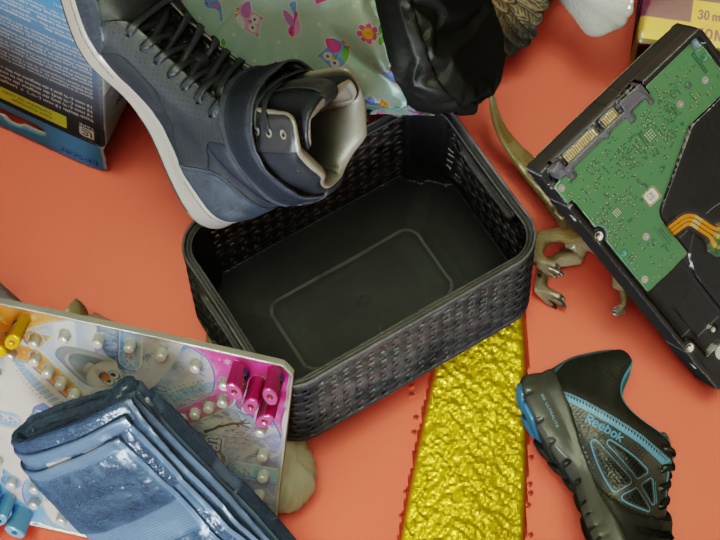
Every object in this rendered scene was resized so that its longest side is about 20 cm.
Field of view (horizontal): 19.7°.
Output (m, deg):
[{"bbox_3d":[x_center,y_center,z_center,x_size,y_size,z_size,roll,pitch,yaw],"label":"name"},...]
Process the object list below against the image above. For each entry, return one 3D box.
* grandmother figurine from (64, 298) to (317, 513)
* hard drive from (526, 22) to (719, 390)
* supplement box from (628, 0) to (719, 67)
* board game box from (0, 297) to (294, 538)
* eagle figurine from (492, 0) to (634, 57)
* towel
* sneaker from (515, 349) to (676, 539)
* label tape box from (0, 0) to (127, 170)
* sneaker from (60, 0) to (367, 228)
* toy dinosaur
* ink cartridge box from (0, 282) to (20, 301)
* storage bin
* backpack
[{"bbox_3d":[-0.115,0.092,1.364,0.200,0.061,0.121,31,82,5],"label":"grandmother figurine"},{"bbox_3d":[0.216,-0.040,1.331,0.140,0.038,0.200,-44,114,-5],"label":"hard drive"},{"bbox_3d":[0.257,-0.222,1.386,0.131,0.103,0.200,8,79,5],"label":"supplement box"},{"bbox_3d":[-0.148,0.114,1.299,0.200,0.200,0.026,12,42,4],"label":"board game box"},{"bbox_3d":[0.079,-0.216,1.384,0.200,0.151,0.152,-11,89,-11],"label":"eagle figurine"},{"bbox_3d":[-0.119,0.154,1.277,0.112,0.200,0.049,-23,32,31],"label":"towel"},{"bbox_3d":[0.175,0.145,1.334,0.082,0.073,0.200,-24,80,-4],"label":"sneaker"},{"bbox_3d":[-0.216,-0.161,1.353,0.143,0.200,0.066,25,65,7],"label":"label tape box"},{"bbox_3d":[-0.081,-0.122,1.215,0.077,0.146,0.202,-47,114,-34],"label":"sneaker"},{"bbox_3d":[0.148,-0.030,1.387,0.200,0.058,0.101,31,67,-1],"label":"toy dinosaur"},{"bbox_3d":[-0.300,0.044,1.304,0.084,0.200,0.144,29,82,7],"label":"ink cartridge box"},{"bbox_3d":[0.000,0.000,1.334,0.200,0.094,0.135,-29,66,-13],"label":"storage bin"},{"bbox_3d":[-0.023,-0.168,1.293,0.200,0.127,0.167,-1,102,32],"label":"backpack"}]
